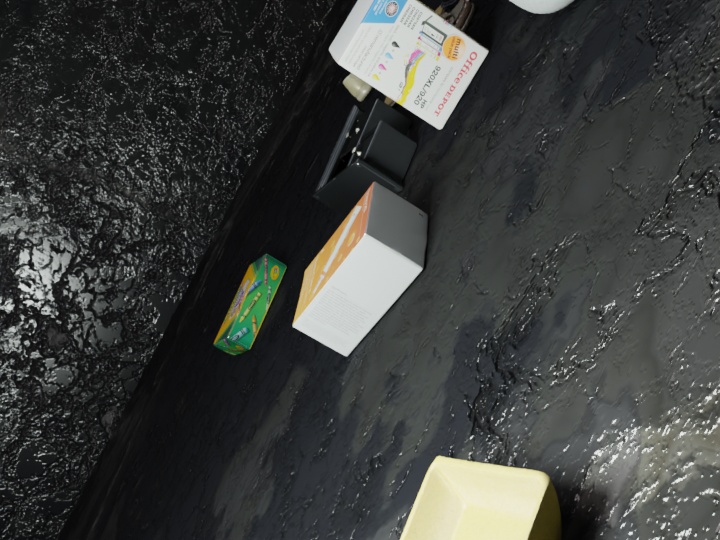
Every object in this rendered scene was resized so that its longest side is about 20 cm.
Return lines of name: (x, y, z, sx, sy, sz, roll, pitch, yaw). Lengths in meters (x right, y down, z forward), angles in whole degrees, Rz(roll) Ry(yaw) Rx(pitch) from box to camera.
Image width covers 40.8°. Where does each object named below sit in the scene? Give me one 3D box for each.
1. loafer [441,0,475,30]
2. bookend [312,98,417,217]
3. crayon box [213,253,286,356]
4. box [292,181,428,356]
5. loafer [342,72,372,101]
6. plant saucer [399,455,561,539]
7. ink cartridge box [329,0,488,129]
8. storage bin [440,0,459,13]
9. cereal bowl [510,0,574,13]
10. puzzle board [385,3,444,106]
loafer: (0.125, -0.393, 1.704, 0.201, 0.062, 0.072, -56, 15, 19)
bookend: (0.026, -0.213, 1.656, 0.199, 0.091, 0.201, -26, 38, 64)
crayon box: (-0.236, 0.075, 2.070, 0.118, 0.058, 0.203, -27, 38, 64)
box: (0.000, 0.000, 1.358, 0.201, 0.096, 0.125, -50, 18, 35)
loafer: (0.013, -0.478, 2.209, 0.076, 0.068, 0.202, -41, 25, 50)
plant saucer: (0.079, 0.253, 0.751, 0.203, 0.048, 0.199, -66, 15, -15)
ink cartridge box: (0.074, -0.347, 1.533, 0.149, 0.198, 0.145, -56, 18, 13)
storage bin: (0.171, -0.599, 1.783, 0.202, 0.133, 0.146, -61, 15, 3)
cereal bowl: (0.270, -0.409, 1.219, 0.201, 0.082, 0.201, -54, 17, 24)
puzzle board: (0.108, -0.414, 1.889, 0.150, 0.017, 0.203, -36, 30, 56)
